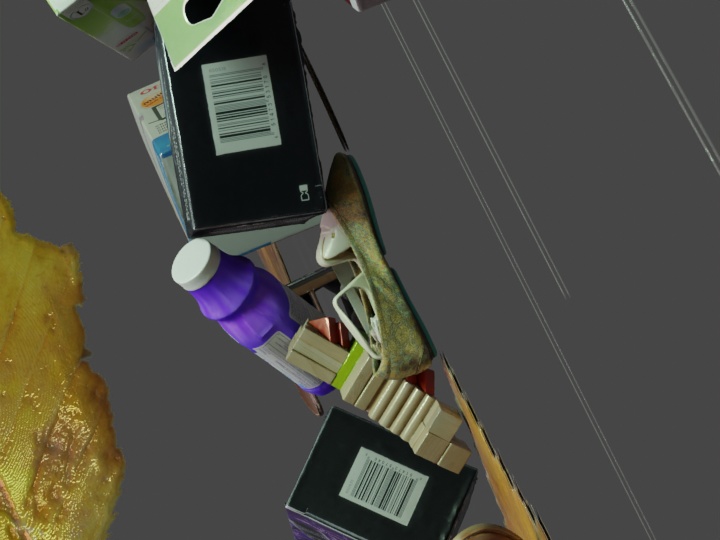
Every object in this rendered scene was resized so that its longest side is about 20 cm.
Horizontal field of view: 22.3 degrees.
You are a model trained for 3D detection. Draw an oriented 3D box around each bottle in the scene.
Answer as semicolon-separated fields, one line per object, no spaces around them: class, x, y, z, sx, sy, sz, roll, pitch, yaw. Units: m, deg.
bottle;-0.089;0.040;1.673;0.200;0.065;0.084;38;-169;-39

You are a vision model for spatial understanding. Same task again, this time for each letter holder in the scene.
letter holder;-0.038;0.076;1.999;0.200;0.101;0.142;177;68;-84

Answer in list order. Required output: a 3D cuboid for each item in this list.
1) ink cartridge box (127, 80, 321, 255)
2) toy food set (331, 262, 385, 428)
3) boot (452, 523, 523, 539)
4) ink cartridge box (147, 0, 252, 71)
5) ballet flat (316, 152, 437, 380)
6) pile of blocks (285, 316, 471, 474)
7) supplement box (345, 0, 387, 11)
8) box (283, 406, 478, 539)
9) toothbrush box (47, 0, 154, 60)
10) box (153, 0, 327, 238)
ink cartridge box;-0.142;-0.123;1.930;0.200;0.147;0.145;-126;14;-61
toy food set;0.015;0.086;1.753;0.200;0.060;0.144;73;171;-47
boot;0.143;0.297;1.403;0.200;0.074;0.155;57;-179;-28
ink cartridge box;-0.131;-0.277;1.421;0.146;0.048;0.200;-33;78;49
ballet flat;0.000;0.000;1.546;0.071;0.071;0.200;163;84;-84
pile of blocks;0.026;0.095;1.602;0.200;0.062;0.082;35;-167;17
supplement box;-0.016;-0.212;0.941;0.200;0.061;0.109;-128;17;-64
box;0.020;0.218;1.688;0.148;0.104;0.200;23;164;8
toothbrush box;-0.198;-0.276;1.600;0.086;0.146;0.200;54;-174;9
box;-0.108;-0.133;1.575;0.200;0.117;0.197;169;92;-84
